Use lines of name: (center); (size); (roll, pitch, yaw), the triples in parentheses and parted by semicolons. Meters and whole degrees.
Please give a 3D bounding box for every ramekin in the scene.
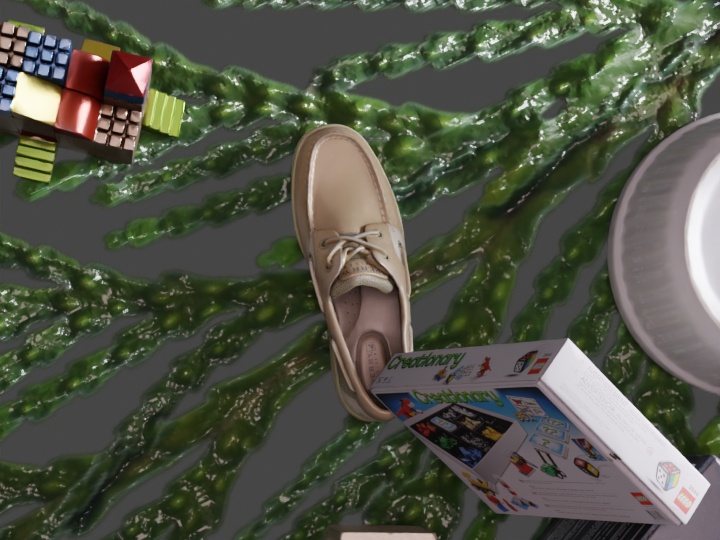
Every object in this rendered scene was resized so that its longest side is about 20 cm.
ramekin: (0.273, -0.013, 1.222); (0.200, 0.105, 0.201); (1, 86, -7)

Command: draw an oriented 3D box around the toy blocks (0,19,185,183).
toy blocks: (-0.209, -0.116, 1.146); (0.200, 0.137, 0.100); (13, 84, -6)

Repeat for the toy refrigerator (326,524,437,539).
toy refrigerator: (0.007, 0.266, 1.180); (0.070, 0.076, 0.200); (2, 86, -8)

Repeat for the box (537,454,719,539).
box: (0.168, 0.223, 1.143); (0.123, 0.198, 0.200); (41, 82, -3)

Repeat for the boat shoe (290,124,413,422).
boat shoe: (0.000, 0.000, 1.203); (0.072, 0.065, 0.200); (-9, 87, -8)

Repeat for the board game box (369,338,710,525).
board game box: (0.101, 0.098, 1.098); (0.126, 0.200, 0.035); (45, 68, -17)
